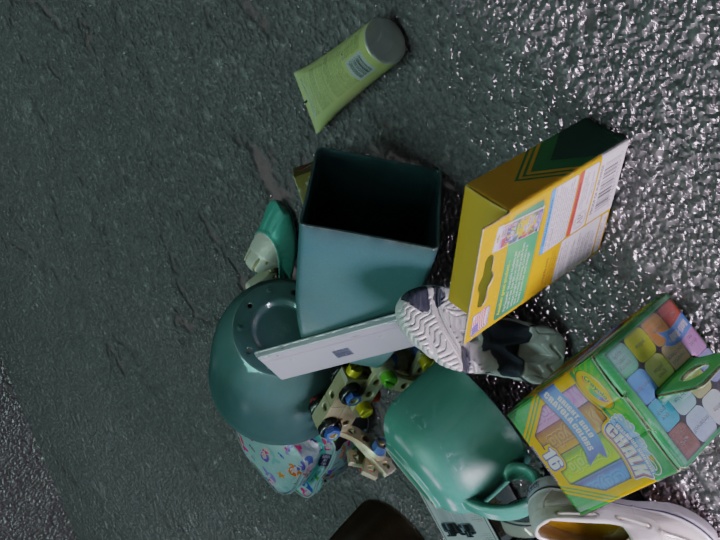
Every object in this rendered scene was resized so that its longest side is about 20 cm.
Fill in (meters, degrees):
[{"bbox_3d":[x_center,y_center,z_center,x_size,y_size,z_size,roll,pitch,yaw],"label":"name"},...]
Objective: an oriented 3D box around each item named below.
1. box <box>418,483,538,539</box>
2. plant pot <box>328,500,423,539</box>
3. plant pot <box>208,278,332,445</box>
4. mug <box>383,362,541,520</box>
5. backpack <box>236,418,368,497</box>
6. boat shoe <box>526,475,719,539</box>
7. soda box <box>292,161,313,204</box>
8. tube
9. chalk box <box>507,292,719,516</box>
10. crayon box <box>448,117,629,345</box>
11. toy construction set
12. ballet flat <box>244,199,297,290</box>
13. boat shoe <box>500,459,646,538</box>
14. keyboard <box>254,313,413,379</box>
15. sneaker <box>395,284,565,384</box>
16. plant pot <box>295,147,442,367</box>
[{"bbox_3d":[0.128,0.270,1.207,0.202,0.060,0.116,61,146,1],"label":"box"},{"bbox_3d":[-0.011,0.477,1.417,0.186,0.199,0.189,31,137,35],"label":"plant pot"},{"bbox_3d":[-0.102,0.104,1.230,0.201,0.200,0.161,49,161,17],"label":"plant pot"},{"bbox_3d":[0.102,0.195,1.050,0.153,0.114,0.185,53,171,-17],"label":"mug"},{"bbox_3d":[-0.091,0.234,1.402,0.178,0.150,0.201,45,148,20],"label":"backpack"},{"bbox_3d":[0.259,0.263,0.937,0.197,0.070,0.072,19,121,-3],"label":"boat shoe"},{"bbox_3d":[-0.022,-0.035,1.157,0.068,0.063,0.203,-112,4,-74],"label":"soda box"},{"bbox_3d":[-0.020,-0.219,1.062,0.051,0.059,0.199,23,159,-22],"label":"tube"},{"bbox_3d":[0.252,0.116,0.874,0.124,0.124,0.200,53,145,10],"label":"chalk box"},{"bbox_3d":[0.145,-0.038,0.833,0.051,0.199,0.127,35,139,32],"label":"crayon box"},{"bbox_3d":[0.016,0.158,1.159,0.092,0.130,0.202,45,123,47],"label":"toy construction set"},{"bbox_3d":[-0.127,-0.001,1.337,0.067,0.070,0.202,34,138,34],"label":"ballet flat"},{"bbox_3d":[0.219,0.236,1.062,0.199,0.074,0.094,-26,87,49],"label":"boat shoe"},{"bbox_3d":[-0.023,0.084,1.041,0.198,0.011,0.056,-17,140,30],"label":"keyboard"},{"bbox_3d":[0.104,0.065,1.009,0.129,0.196,0.081,0,79,65],"label":"sneaker"},{"bbox_3d":[0.000,0.000,1.044,0.139,0.142,0.202,10,128,-1],"label":"plant pot"}]
